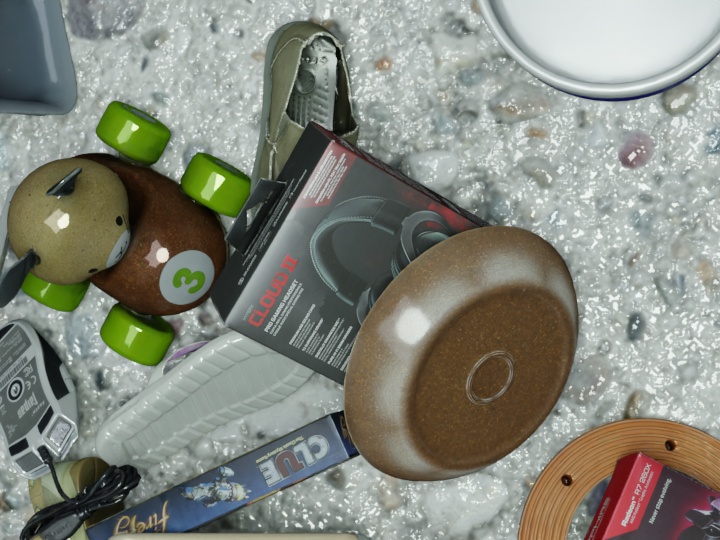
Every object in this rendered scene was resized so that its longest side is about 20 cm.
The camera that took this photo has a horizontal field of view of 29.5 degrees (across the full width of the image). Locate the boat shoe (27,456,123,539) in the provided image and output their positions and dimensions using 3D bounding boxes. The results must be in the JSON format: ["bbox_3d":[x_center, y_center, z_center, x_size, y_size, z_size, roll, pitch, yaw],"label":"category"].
[{"bbox_3d":[-0.218,0.250,1.075,0.063,0.073,0.202,-11,89,23],"label":"boat shoe"}]

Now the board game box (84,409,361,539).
[{"bbox_3d":[-0.085,0.156,1.007,0.199,0.135,0.035,-26,83,12],"label":"board game box"}]

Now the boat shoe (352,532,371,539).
[{"bbox_3d":[-0.082,0.241,1.042,0.199,0.071,0.072,-16,89,12],"label":"boat shoe"}]

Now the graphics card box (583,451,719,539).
[{"bbox_3d":[0.248,0.225,0.939,0.199,0.051,0.126,28,73,2],"label":"graphics card box"}]

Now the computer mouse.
[{"bbox_3d":[-0.240,0.120,1.057,0.110,0.044,0.200,-43,53,18],"label":"computer mouse"}]

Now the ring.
[{"bbox_3d":[0.209,0.206,0.976,0.199,0.019,0.201,1,74,-4],"label":"ring"}]

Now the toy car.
[{"bbox_3d":[-0.190,-0.026,0.988,0.157,0.200,0.165,31,98,9],"label":"toy car"}]

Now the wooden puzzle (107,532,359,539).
[{"bbox_3d":[-0.097,0.280,0.972,0.184,0.037,0.201,3,97,-18],"label":"wooden puzzle"}]

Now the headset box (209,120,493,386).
[{"bbox_3d":[0.000,0.000,0.972,0.200,0.077,0.149,29,98,-21],"label":"headset box"}]

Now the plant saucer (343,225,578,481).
[{"bbox_3d":[0.082,0.068,0.949,0.037,0.200,0.201,38,102,50],"label":"plant saucer"}]

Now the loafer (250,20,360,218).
[{"bbox_3d":[-0.040,-0.088,1.010,0.075,0.070,0.201,-3,91,-18],"label":"loafer"}]

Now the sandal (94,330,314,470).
[{"bbox_3d":[-0.123,0.084,1.053,0.202,0.083,0.050,-29,44,11],"label":"sandal"}]

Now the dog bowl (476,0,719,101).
[{"bbox_3d":[0.180,-0.220,0.966,0.199,0.079,0.201,0,92,12],"label":"dog bowl"}]

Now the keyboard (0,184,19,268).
[{"bbox_3d":[-0.267,-0.005,1.010,0.011,0.200,0.057,7,112,-11],"label":"keyboard"}]

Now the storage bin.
[{"bbox_3d":[-0.332,-0.174,1.022,0.134,0.200,0.146,-12,90,21],"label":"storage bin"}]
